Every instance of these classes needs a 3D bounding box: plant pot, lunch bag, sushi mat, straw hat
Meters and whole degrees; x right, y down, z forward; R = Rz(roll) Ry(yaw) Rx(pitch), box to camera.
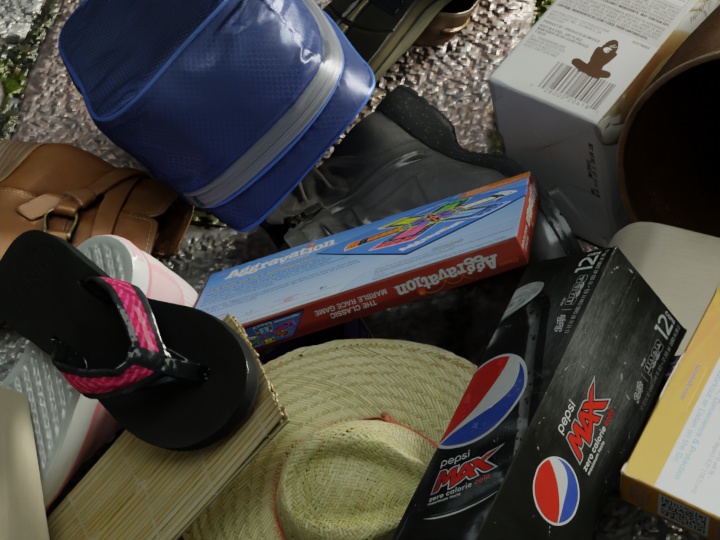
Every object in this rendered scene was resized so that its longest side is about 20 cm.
[{"bbox_3d":[0.261,-0.104,1.369,0.186,0.187,0.200,9,43,19],"label":"plant pot"},{"bbox_3d":[-0.084,-0.120,1.446,0.136,0.132,0.200,-44,28,8],"label":"lunch bag"},{"bbox_3d":[-0.115,0.119,1.284,0.200,0.012,0.096,-47,36,14],"label":"sushi mat"},{"bbox_3d":[0.004,0.117,1.240,0.200,0.085,0.202,0,75,0],"label":"straw hat"}]

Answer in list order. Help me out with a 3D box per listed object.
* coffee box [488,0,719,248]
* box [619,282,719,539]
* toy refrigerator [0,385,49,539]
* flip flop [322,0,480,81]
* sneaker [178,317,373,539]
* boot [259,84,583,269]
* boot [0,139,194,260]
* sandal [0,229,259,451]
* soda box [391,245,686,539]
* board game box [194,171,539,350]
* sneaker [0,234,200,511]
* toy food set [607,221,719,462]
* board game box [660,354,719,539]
[{"bbox_3d":[0.168,-0.127,1.435,0.080,0.115,0.200,25,59,29],"label":"coffee box"},{"bbox_3d":[0.242,0.099,1.198,0.199,0.042,0.119,26,68,15],"label":"box"},{"bbox_3d":[-0.210,0.159,1.269,0.070,0.076,0.201,-26,62,26],"label":"toy refrigerator"},{"bbox_3d":[0.035,-0.166,1.537,0.200,0.058,0.081,-46,51,-5],"label":"flip flop"},{"bbox_3d":[-0.064,0.092,1.326,0.080,0.084,0.200,23,60,28],"label":"sneaker"},{"bbox_3d":[0.032,-0.016,1.414,0.132,0.070,0.200,-39,44,-14],"label":"boot"},{"bbox_3d":[-0.197,0.003,1.437,0.154,0.074,0.201,12,57,16],"label":"boot"},{"bbox_3d":[-0.136,0.035,1.281,0.200,0.045,0.075,28,92,35],"label":"sandal"},{"bbox_3d":[0.089,0.085,1.211,0.063,0.071,0.200,-13,39,45],"label":"soda box"},{"bbox_3d":[0.000,0.000,1.336,0.199,0.020,0.103,-18,20,15],"label":"board game box"},{"bbox_3d":[-0.156,0.081,1.372,0.075,0.105,0.201,33,94,32],"label":"sneaker"},{"bbox_3d":[0.210,0.065,1.305,0.199,0.060,0.144,15,64,14],"label":"toy food set"},{"bbox_3d":[0.264,0.080,1.242,0.199,0.032,0.120,-13,66,-1],"label":"board game box"}]
